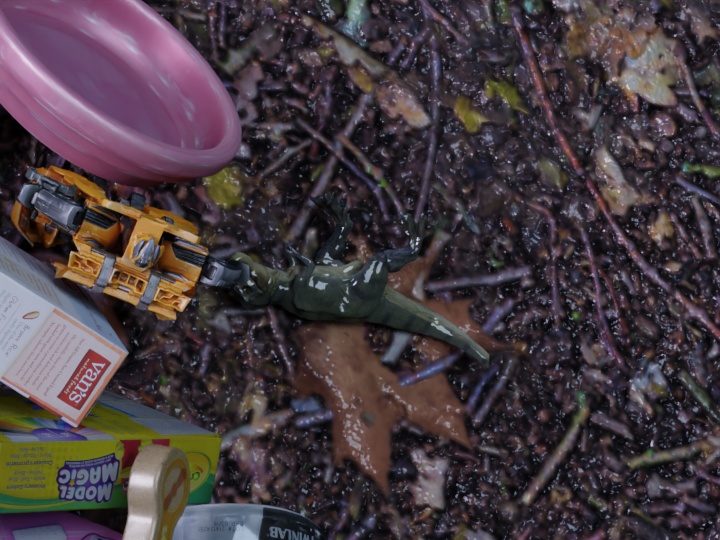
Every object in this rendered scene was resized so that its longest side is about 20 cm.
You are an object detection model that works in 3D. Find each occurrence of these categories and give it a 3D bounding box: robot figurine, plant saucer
[{"bbox_3d":[-0.146,-0.017,1.521,0.145,0.200,0.058,22,93,-15],"label":"robot figurine"},{"bbox_3d":[-0.168,-0.122,1.593,0.200,0.051,0.201,34,23,-17],"label":"plant saucer"}]

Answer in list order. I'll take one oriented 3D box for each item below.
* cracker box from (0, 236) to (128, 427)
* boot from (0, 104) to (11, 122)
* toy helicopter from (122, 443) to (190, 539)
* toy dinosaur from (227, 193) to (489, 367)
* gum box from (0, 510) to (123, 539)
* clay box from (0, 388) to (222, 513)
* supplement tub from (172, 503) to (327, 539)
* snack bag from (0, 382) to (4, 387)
[{"bbox_3d":[-0.238,0.001,1.450,0.200,0.134,0.058,34,93,-21],"label":"cracker box"},{"bbox_3d":[-0.306,-0.154,1.579,0.138,0.077,0.200,-31,98,-36],"label":"boot"},{"bbox_3d":[-0.132,0.190,1.387,0.079,0.132,0.201,4,72,24],"label":"toy helicopter"},{"bbox_3d":[0.000,0.000,1.674,0.199,0.047,0.088,15,79,-21],"label":"toy dinosaur"},{"bbox_3d":[-0.222,0.205,1.407,0.113,0.066,0.200,21,34,15],"label":"gum box"},{"bbox_3d":[-0.191,0.103,1.460,0.200,0.115,0.048,1,101,-47],"label":"clay box"},{"bbox_3d":[-0.078,0.247,1.490,0.122,0.123,0.201,10,66,-22],"label":"supplement tub"},{"bbox_3d":[-0.309,0.050,1.410,0.199,0.189,0.021,12,97,4],"label":"snack bag"}]
